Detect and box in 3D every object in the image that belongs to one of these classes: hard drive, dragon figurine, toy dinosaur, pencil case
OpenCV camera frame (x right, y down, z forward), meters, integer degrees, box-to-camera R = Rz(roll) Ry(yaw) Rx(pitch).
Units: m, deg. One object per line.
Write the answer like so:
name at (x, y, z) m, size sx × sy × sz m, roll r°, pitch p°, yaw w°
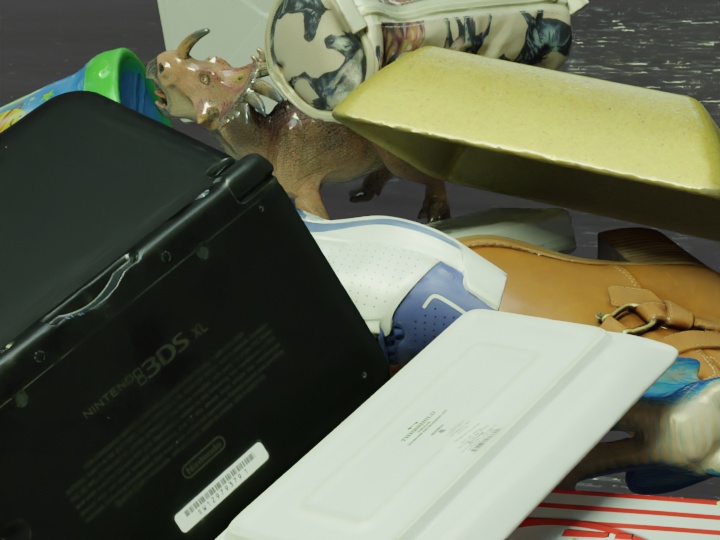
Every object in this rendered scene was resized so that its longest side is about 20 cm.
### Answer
hard drive at (0.000, 0.000, 1.017) m, size 0.198 × 0.027 × 0.132 m, roll -14°, pitch 5°, yaw -13°
dragon figurine at (0.145, 0.065, 0.808) m, size 0.099 × 0.059 × 0.199 m, roll -7°, pitch -4°, yaw 44°
toy dinosaur at (-0.014, -0.089, 1.120) m, size 0.199 × 0.137 × 0.086 m, roll -17°, pitch 28°, yaw -19°
pencil case at (0.036, -0.132, 1.063) m, size 0.199 × 0.089 × 0.078 m, roll -15°, pitch 66°, yaw -47°

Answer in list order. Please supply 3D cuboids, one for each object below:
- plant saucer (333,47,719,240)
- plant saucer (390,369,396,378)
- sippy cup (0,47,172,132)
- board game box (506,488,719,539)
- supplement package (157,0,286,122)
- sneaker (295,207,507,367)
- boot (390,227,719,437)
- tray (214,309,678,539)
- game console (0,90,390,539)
plant saucer at (0.109, -0.065, 0.979) m, size 0.198 × 0.049 × 0.200 m, roll 13°, pitch -2°, yaw 19°
plant saucer at (-0.049, 0.108, 0.839) m, size 0.199 × 0.049 × 0.200 m, roll -23°, pitch 31°, yaw -27°
sippy cup at (-0.175, -0.045, 1.095) m, size 0.129 × 0.178 × 0.141 m, roll -16°, pitch 61°, yaw 7°
board game box at (0.105, 0.140, 0.691) m, size 0.198 × 0.047 × 0.152 m, roll 5°, pitch 25°, yaw -8°
supplement package at (-0.032, -0.215, 1.359) m, size 0.189 × 0.148 × 0.200 m, roll -3°, pitch 27°, yaw 9°
sneaker at (-0.041, 0.028, 0.864) m, size 0.198 × 0.081 × 0.116 m, roll 18°, pitch 63°, yaw 10°
boot at (0.100, 0.043, 0.907) m, size 0.198 × 0.074 × 0.155 m, roll -16°, pitch 32°, yaw -12°
tray at (0.026, 0.067, 0.721) m, size 0.107 × 0.022 × 0.200 m, roll 9°, pitch 35°, yaw 39°
game console at (-0.118, 0.037, 0.779) m, size 0.200 × 0.177 × 0.116 m, roll -41°, pitch 16°, yaw -30°
